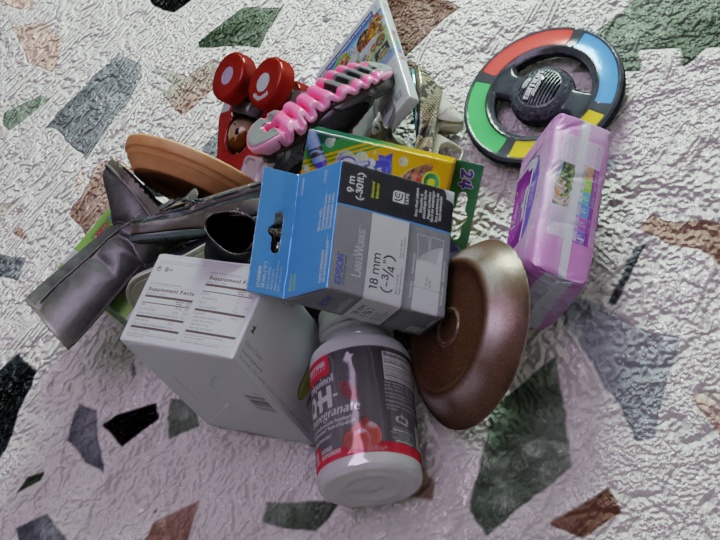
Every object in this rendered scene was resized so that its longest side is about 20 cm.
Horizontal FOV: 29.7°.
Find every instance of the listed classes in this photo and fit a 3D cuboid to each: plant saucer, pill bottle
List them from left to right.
[{"bbox_3d":[-0.200,-0.105,1.662,0.198,0.200,0.038,14,75,35],"label":"plant saucer"},{"bbox_3d":[0.002,0.135,1.425,0.109,0.111,0.202,-17,57,18],"label":"pill bottle"},{"bbox_3d":[0.103,0.062,1.408,0.200,0.036,0.203,-37,46,51],"label":"plant saucer"}]

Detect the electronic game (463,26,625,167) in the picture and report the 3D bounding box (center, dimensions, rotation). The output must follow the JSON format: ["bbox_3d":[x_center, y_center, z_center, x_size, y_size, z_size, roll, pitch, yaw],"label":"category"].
[{"bbox_3d":[0.215,-0.206,1.600,0.198,0.042,0.202,-15,53,20],"label":"electronic game"}]

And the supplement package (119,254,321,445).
[{"bbox_3d":[-0.134,0.087,1.485,0.154,0.200,0.112,7,62,30],"label":"supplement package"}]

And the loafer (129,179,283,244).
[{"bbox_3d":[-0.172,-0.071,1.575,0.197,0.072,0.064,-7,88,-1],"label":"loafer"}]

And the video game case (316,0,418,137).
[{"bbox_3d":[0.006,-0.230,1.703,0.143,0.018,0.202,-47,38,31],"label":"video game case"}]

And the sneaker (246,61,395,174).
[{"bbox_3d":[-0.037,-0.173,1.626,0.199,0.096,0.079,-33,30,-8],"label":"sneaker"}]

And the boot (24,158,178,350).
[{"bbox_3d":[-0.326,-0.022,1.654,0.200,0.073,0.182,-46,47,1],"label":"boot"}]

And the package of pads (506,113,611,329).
[{"bbox_3d":[0.204,-0.051,1.444,0.075,0.121,0.202,18,60,-9],"label":"package of pads"}]

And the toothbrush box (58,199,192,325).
[{"bbox_3d":[-0.258,0.002,1.693,0.199,0.086,0.146,29,74,40],"label":"toothbrush box"}]

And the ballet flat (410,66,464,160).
[{"bbox_3d":[0.088,-0.152,1.629,0.074,0.068,0.203,4,64,7],"label":"ballet flat"}]

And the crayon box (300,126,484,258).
[{"bbox_3d":[0.029,-0.077,1.517,0.197,0.052,0.128,13,101,7],"label":"crayon box"}]

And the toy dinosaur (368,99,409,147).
[{"bbox_3d":[0.003,-0.105,1.616,0.200,0.076,0.103,-45,22,58],"label":"toy dinosaur"}]

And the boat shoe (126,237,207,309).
[{"bbox_3d":[-0.173,-0.006,1.573,0.197,0.075,0.066,-22,22,7],"label":"boat shoe"}]

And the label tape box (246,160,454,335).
[{"bbox_3d":[-0.007,-0.030,1.403,0.063,0.198,0.146,141,140,-61],"label":"label tape box"}]

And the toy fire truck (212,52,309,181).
[{"bbox_3d":[-0.124,-0.176,1.727,0.199,0.111,0.170,16,86,49],"label":"toy fire truck"}]

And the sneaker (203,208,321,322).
[{"bbox_3d":[-0.077,-0.003,1.463,0.197,0.106,0.076,13,70,4],"label":"sneaker"}]
